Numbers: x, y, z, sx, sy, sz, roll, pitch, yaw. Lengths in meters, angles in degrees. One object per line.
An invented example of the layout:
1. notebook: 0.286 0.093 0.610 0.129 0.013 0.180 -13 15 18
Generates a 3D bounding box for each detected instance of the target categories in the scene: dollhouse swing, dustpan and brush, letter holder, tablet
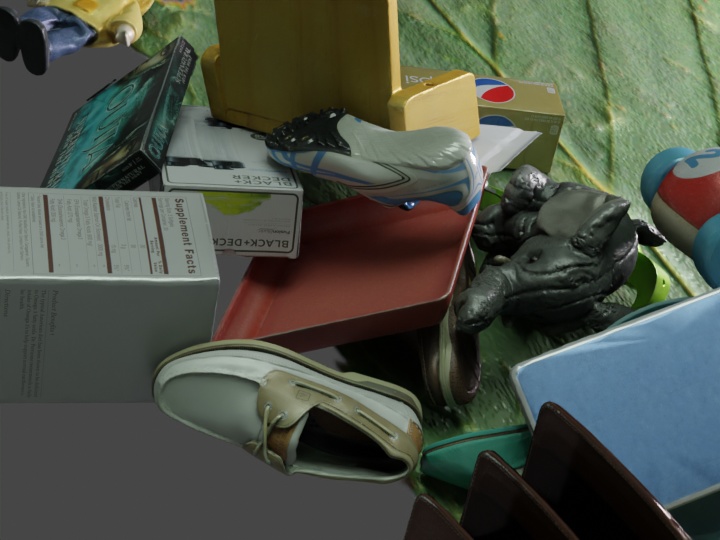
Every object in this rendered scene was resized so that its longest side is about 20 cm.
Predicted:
1. dollhouse swing: -0.014 -0.200 1.389 0.199 0.177 0.182 16 25 27
2. dustpan and brush: 0.047 -0.095 1.464 0.199 0.058 0.140 11 23 20
3. letter holder: 0.125 0.196 1.032 0.100 0.143 0.200 -12 41 -30
4. tablet: 0.215 0.092 1.127 0.199 0.014 0.131 -20 75 -9

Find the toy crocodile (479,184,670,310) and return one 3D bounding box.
1. toy crocodile: 0.180 -0.024 1.437 0.199 0.062 0.067 25 -2 22

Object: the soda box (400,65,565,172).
1. soda box: 0.088 -0.147 1.569 0.199 0.068 0.064 5 36 -9

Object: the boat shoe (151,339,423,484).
1. boat shoe: -0.051 0.103 1.171 0.199 0.075 0.068 9 29 -5

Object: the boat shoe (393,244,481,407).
1. boat shoe: 0.053 0.042 1.305 0.074 0.075 0.203 -13 31 12

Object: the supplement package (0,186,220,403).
1. supplement package: -0.212 0.018 1.206 0.199 0.117 0.118 1 36 -15

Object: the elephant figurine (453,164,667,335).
1. elephant figurine: 0.160 0.002 1.284 0.141 0.155 0.200 41 9 -12

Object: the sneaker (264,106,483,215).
1. sneaker: 0.006 -0.083 1.303 0.199 0.073 0.072 13 40 34

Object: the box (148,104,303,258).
1. box: -0.117 -0.078 1.383 0.116 0.060 0.200 3 24 -11

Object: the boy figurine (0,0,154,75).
1. boy figurine: -0.264 -0.253 1.621 0.124 0.065 0.200 28 41 26

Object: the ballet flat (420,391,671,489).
1. ballet flat: 0.140 0.134 1.162 0.199 0.067 0.071 -17 70 9

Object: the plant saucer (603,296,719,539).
1. plant saucer: 0.238 0.117 1.192 0.199 0.036 0.201 -12 59 22

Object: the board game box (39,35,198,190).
1. board game box: -0.208 -0.111 1.390 0.028 0.135 0.200 47 25 -25

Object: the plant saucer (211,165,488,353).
1. plant saucer: 0.000 0.000 1.299 0.199 0.037 0.200 -13 28 22

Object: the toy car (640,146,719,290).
1. toy car: 0.342 -0.077 1.270 0.176 0.200 0.184 28 16 -16
